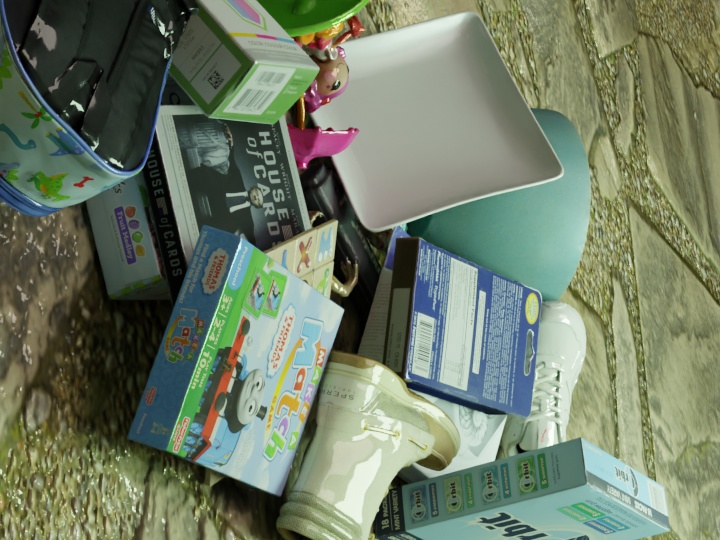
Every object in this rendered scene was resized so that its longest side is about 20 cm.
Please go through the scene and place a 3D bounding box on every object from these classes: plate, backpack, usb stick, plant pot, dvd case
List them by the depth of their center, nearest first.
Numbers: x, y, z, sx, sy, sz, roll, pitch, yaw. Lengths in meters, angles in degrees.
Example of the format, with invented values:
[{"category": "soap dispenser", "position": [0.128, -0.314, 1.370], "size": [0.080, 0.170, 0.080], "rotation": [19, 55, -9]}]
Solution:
[{"category": "backpack", "position": [-0.213, -0.140, 1.200], "size": [0.183, 0.146, 0.201], "rotation": [49, 30, -38]}, {"category": "dvd case", "position": [-0.096, -0.049, 1.383], "size": [0.200, 0.025, 0.152], "rotation": [-12, 88, -63]}, {"category": "usb stick", "position": [0.000, 0.000, 1.642], "size": [0.201, 0.032, 0.056], "rotation": [62, 29, -17]}, {"category": "plate", "position": [0.054, -0.131, 1.668], "size": [0.032, 0.199, 0.201], "rotation": [105, -36, -57]}, {"category": "plant pot", "position": [0.108, -0.061, 1.750], "size": [0.134, 0.200, 0.202], "rotation": [6, 63, -25]}]

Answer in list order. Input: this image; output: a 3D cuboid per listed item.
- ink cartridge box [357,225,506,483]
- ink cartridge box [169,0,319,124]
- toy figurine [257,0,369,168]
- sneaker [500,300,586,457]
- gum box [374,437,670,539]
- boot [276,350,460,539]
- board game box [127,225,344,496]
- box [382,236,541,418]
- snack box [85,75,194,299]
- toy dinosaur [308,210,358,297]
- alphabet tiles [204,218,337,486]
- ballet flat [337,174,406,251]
[{"category": "ink cartridge box", "position": [0.069, 0.090, 1.642], "size": [0.199, 0.040, 0.201], "rotation": [39, 58, -46]}, {"category": "ink cartridge box", "position": [-0.132, -0.200, 1.381], "size": [0.200, 0.059, 0.104], "rotation": [48, 20, 16]}, {"category": "toy figurine", "position": [-0.045, -0.183, 1.546], "size": [0.185, 0.149, 0.201], "rotation": [85, 25, -43]}, {"category": "sneaker", "position": [0.174, 0.121, 1.745], "size": [0.100, 0.077, 0.201], "rotation": [-91, -176, -52]}, {"category": "gum box", "position": [0.139, 0.206, 1.584], "size": [0.170, 0.199, 0.045], "rotation": [31, 47, -51]}, {"category": "boot", "position": [0.006, 0.166, 1.465], "size": [0.200, 0.072, 0.156], "rotation": [43, 60, -55]}, {"category": "board game box", "position": [-0.083, 0.070, 1.315], "size": [0.200, 0.036, 0.152], "rotation": [37, 70, -66]}, {"category": "box", "position": [0.091, 0.055, 1.612], "size": [0.199, 0.032, 0.122], "rotation": [22, 71, -49]}, {"category": "snack box", "position": [-0.153, -0.081, 1.382], "size": [0.142, 0.053, 0.202], "rotation": [4, 70, -64]}, {"category": "toy dinosaur", "position": [-0.052, 0.015, 1.530], "size": [0.101, 0.058, 0.201], "rotation": [-32, 97, -47]}, {"category": "alphabet tiles", "position": [-0.073, 0.063, 1.386], "size": [0.200, 0.007, 0.169], "rotation": [-29, 129, -59]}, {"category": "ballet flat", "position": [0.010, -0.100, 1.710], "size": [0.064, 0.076, 0.201], "rotation": [22, 41, -16]}]
